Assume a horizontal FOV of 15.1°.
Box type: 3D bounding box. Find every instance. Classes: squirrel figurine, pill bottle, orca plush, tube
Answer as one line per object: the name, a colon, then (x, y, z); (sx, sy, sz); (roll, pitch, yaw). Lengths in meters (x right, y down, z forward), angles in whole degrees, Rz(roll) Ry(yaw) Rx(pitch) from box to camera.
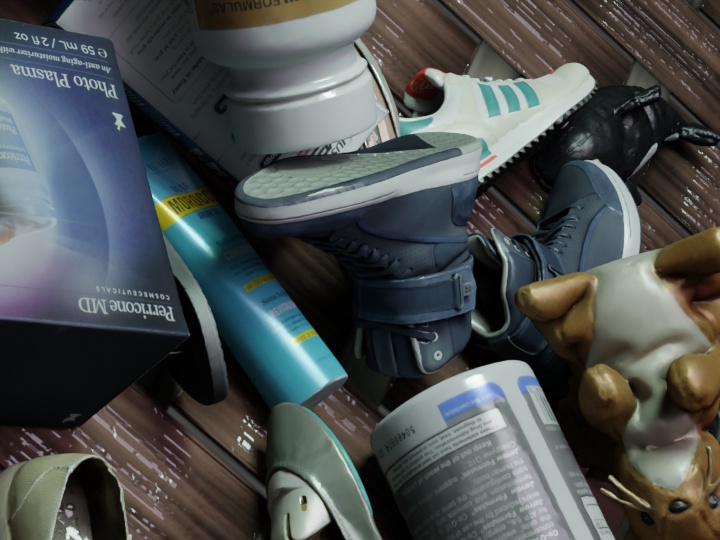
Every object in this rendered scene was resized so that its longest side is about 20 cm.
squirrel figurine: (0.186, 0.087, 1.714); (0.200, 0.141, 0.187); (93, -20, -84)
pill bottle: (0.095, 0.167, 1.657); (0.114, 0.114, 0.201); (-7, 67, -47)
orca plush: (0.209, -0.105, 2.015); (0.199, 0.071, 0.106); (0, 61, -45)
tube: (-0.085, 0.000, 1.665); (0.200, 0.050, 0.077); (54, 22, 8)
pill bottle: (-0.051, -0.178, 1.619); (0.114, 0.114, 0.201); (-33, 118, -52)

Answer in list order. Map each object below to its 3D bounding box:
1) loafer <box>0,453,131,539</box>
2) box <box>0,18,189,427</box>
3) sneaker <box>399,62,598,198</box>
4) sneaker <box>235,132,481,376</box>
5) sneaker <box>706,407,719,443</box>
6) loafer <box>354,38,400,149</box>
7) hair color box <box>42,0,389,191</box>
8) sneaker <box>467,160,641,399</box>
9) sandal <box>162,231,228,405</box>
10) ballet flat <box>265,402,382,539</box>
loafer: (-0.149, 0.183, 1.436); (0.075, 0.068, 0.201); (6, 57, -42)
box: (-0.221, -0.031, 1.489); (0.199, 0.123, 0.199); (6, 58, -42)
sneaker: (0.086, -0.115, 1.890); (0.093, 0.070, 0.200); (48, 49, 4)
sneaker: (0.002, 0.000, 1.663); (0.202, 0.077, 0.147); (-12, 111, -47)
sneaker: (0.230, 0.094, 1.857); (0.069, 0.099, 0.201); (4, 59, -46)
loafer: (-0.011, -0.083, 1.784); (0.063, 0.072, 0.201); (-16, 76, -42)
hair color box: (-0.091, -0.127, 1.705); (0.200, 0.061, 0.100); (41, 82, -14)
sneaker: (0.118, -0.017, 1.852); (0.146, 0.077, 0.203); (29, 45, -31)
sandal: (-0.140, 0.001, 1.600); (0.048, 0.075, 0.201); (-22, 68, -25)
ballet flat: (-0.016, 0.170, 1.584); (0.064, 0.067, 0.201); (-19, 74, -39)
